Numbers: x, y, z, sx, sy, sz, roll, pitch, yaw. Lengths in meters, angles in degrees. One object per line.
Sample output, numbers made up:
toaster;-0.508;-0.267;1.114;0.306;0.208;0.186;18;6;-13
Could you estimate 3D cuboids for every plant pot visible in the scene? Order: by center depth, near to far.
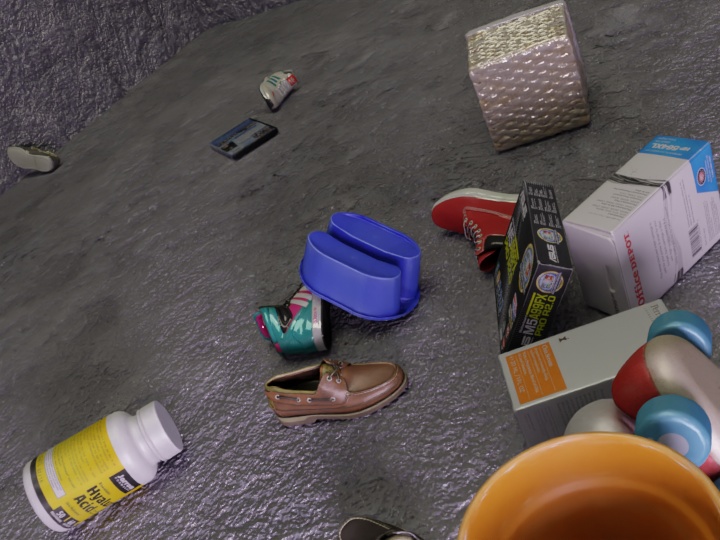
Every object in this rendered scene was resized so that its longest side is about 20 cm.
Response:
plant pot;0.195;0.263;0.605;0.199;0.184;0.201;-19;32;12

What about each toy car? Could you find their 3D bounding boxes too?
toy car;0.276;0.174;0.749;0.200;0.177;0.184;-42;4;35

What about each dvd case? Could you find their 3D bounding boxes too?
dvd case;-0.318;-0.359;2.107;0.142;0.018;0.200;-36;31;-15

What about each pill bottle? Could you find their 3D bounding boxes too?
pill bottle;-0.358;0.269;1.096;0.199;0.112;0.111;-31;31;-5

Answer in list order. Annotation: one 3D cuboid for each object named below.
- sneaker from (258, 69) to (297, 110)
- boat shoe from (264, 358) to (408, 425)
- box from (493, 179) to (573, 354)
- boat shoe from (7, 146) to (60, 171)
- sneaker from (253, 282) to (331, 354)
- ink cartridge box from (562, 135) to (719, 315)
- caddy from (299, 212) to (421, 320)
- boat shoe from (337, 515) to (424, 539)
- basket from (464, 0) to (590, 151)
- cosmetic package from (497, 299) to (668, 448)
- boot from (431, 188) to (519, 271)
sneaker;-0.234;-0.536;2.256;0.093;0.071;0.200;-25;27;14
boat shoe;-0.037;0.158;1.056;0.199;0.068;0.072;-18;30;13
box;0.218;0.001;1.009;0.044;0.161;0.201;10;36;-1
boat shoe;-1.137;-0.392;2.706;0.200;0.073;0.060;16;30;19
sneaker;-0.110;0.064;1.249;0.120;0.084;0.201;-12;34;6
ink cartridge box;0.364;-0.055;0.991;0.200;0.147;0.084;-38;34;-19
caddy;0.000;0.000;1.200;0.199;0.106;0.141;26;42;21
boat shoe;0.041;0.294;0.793;0.199;0.065;0.073;13;50;49
basket;0.314;-0.357;1.443;0.199;0.199;0.161;-15;36;18
cosmetic package;0.266;0.118;0.879;0.199;0.072;0.102;-21;31;9
boot;0.178;-0.058;1.220;0.199;0.073;0.145;5;45;37
